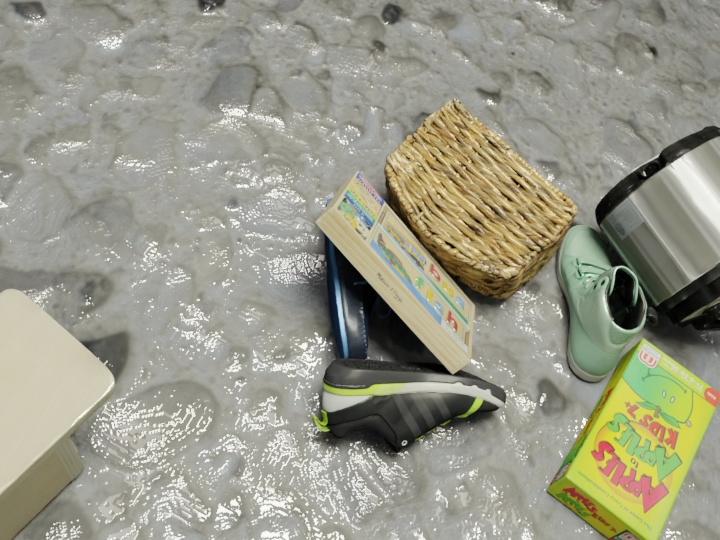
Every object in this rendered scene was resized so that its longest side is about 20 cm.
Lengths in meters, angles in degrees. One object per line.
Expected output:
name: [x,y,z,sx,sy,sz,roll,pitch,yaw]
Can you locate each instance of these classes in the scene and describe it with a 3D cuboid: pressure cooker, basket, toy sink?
pressure cooker: [0.381,-0.032,0.851,0.178,0.176,0.201,-34,73,10]
basket: [0.123,-0.062,0.877,0.143,0.149,0.200,-44,77,-8]
toy sink: [-0.306,0.138,0.616,0.130,0.112,0.200,37,61,10]

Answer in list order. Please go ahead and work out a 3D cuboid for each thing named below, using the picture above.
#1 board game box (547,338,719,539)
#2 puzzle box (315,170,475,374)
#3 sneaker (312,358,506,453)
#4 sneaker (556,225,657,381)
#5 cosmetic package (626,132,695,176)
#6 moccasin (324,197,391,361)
board game box: [0.286,0.176,0.790,0.101,0.048,0.200,37,56,9]
puzzle box: [0.043,-0.003,0.772,0.200,0.025,0.133,48,21,-10]
sneaker: [0.047,0.136,0.754,0.198,0.072,0.084,7,93,-19]
sneaker: [0.275,0.009,0.852,0.073,0.119,0.202,10,55,-7]
cosmetic package: [0.455,-0.073,0.996,0.150,0.052,0.200,-27,68,-31]
moccasin: [0.000,0.000,0.805,0.067,0.081,0.202,0,59,-8]
